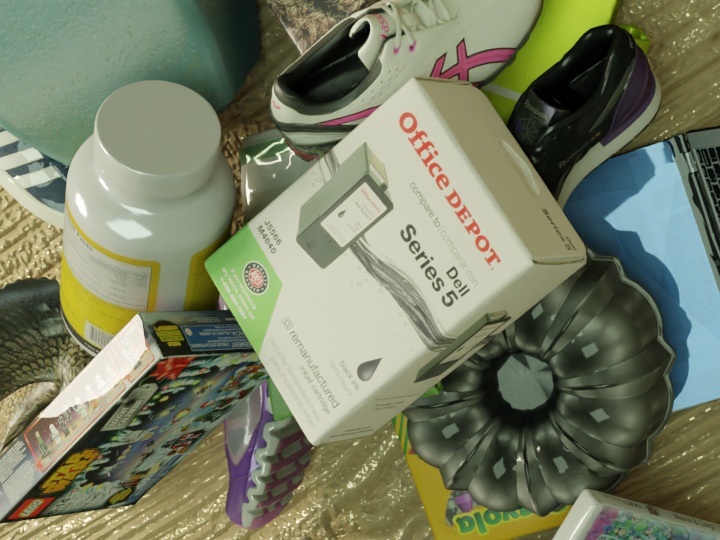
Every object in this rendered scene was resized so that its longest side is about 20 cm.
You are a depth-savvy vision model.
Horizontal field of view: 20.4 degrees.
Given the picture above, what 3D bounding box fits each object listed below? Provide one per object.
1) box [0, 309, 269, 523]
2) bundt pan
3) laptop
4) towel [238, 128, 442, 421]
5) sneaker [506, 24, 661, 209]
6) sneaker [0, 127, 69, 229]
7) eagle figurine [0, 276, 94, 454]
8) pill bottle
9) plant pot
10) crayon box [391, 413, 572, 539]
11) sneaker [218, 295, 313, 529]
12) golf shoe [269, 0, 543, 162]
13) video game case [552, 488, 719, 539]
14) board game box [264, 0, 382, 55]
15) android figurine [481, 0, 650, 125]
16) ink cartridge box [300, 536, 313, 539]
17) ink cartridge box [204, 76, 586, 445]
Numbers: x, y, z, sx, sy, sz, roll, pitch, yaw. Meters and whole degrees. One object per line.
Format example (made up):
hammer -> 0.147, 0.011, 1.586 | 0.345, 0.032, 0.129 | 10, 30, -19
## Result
box -> -0.153, 0.099, 1.375 | 0.200, 0.137, 0.040 | -44, 64, 31
bundt pan -> 0.111, 0.076, 1.363 | 0.201, 0.076, 0.203 | 3, 101, 15
laptop -> 0.218, 0.010, 1.354 | 0.115, 0.200, 0.188 | -22, 96, -16
towel -> -0.013, -0.006, 1.371 | 0.149, 0.031, 0.201 | -12, 83, 37
sneaker -> 0.108, -0.079, 1.304 | 0.076, 0.088, 0.200 | 37, 86, 29
sneaker -> -0.234, -0.102, 1.471 | 0.199, 0.075, 0.085 | 30, 127, 8
eagle figurine -> -0.228, 0.073, 1.472 | 0.199, 0.151, 0.152 | -14, 108, 11
pill bottle -> -0.142, -0.031, 1.339 | 0.112, 0.112, 0.200 | 27, 143, 9
plant pot -> -0.175, -0.186, 1.391 | 0.195, 0.197, 0.200 | -30, 106, 19
crayon box -> 0.098, 0.122, 1.442 | 0.126, 0.051, 0.201 | -19, 96, 18
sneaker -> -0.081, 0.088, 1.478 | 0.088, 0.080, 0.201 | 11, 99, 20
golf shoe -> 0.033, -0.142, 1.288 | 0.200, 0.092, 0.073 | -34, 71, -2
video game case -> 0.178, 0.254, 1.402 | 0.181, 0.024, 0.201 | 18, 111, -32
board game box -> 0.015, -0.257, 1.340 | 0.200, 0.097, 0.160 | -42, 69, 19
android figurine -> 0.105, -0.152, 1.391 | 0.181, 0.041, 0.201 | 22, 104, 10
ink cartridge box -> -0.084, 0.307, 1.502 | 0.200, 0.068, 0.115 | -41, 86, 19
ink cartridge box -> 0.021, -0.006, 1.273 | 0.200, 0.084, 0.146 | -41, 71, 25
